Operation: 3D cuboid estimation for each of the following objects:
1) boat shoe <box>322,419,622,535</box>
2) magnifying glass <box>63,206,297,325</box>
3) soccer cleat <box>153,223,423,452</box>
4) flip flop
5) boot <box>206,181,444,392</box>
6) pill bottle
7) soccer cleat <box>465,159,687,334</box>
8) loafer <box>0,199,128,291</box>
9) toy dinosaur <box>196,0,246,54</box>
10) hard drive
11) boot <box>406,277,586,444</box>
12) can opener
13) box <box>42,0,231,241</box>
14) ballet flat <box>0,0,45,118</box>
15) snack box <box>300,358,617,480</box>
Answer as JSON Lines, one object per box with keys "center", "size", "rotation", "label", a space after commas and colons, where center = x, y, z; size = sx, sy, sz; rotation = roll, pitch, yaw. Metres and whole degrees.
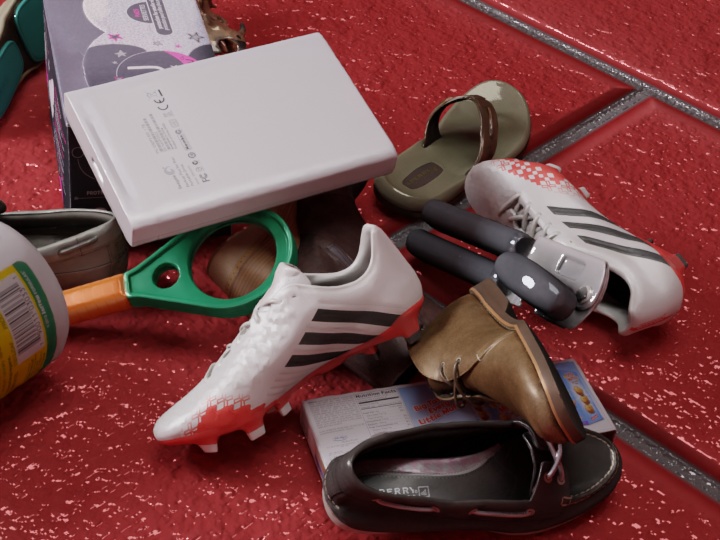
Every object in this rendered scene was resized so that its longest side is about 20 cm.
{"center": [0.075, 0.124, 0.867], "size": [0.198, 0.057, 0.067], "rotation": [-4, 63, -15], "label": "boat shoe"}
{"center": [-0.139, 0.009, 0.977], "size": [0.198, 0.022, 0.080], "rotation": [-15, 61, 3], "label": "magnifying glass"}
{"center": [-0.052, 0.043, 0.914], "size": [0.199, 0.086, 0.069], "rotation": [-29, 15, -11], "label": "soccer cleat"}
{"center": [0.081, -0.112, 1.184], "size": [0.081, 0.058, 0.200], "rotation": [28, 43, 25], "label": "flip flop"}
{"center": [0.000, 0.000, 1.044], "size": [0.166, 0.073, 0.200], "rotation": [32, 42, 11], "label": "boot"}
{"center": [-0.286, 0.058, 0.875], "size": [0.112, 0.113, 0.200], "rotation": [26, 42, 24], "label": "pill bottle"}
{"center": [0.149, -0.020, 1.060], "size": [0.199, 0.069, 0.085], "rotation": [36, 42, 26], "label": "soccer cleat"}
{"center": [-0.265, -0.020, 1.010], "size": [0.198, 0.070, 0.070], "rotation": [0, 38, -8], "label": "loafer"}
{"center": [-0.191, -0.269, 1.283], "size": [0.135, 0.086, 0.202], "rotation": [-17, 86, -31], "label": "toy dinosaur"}
{"center": [-0.091, -0.097, 0.999], "size": [0.199, 0.026, 0.132], "rotation": [-17, 57, -23], "label": "hard drive"}
{"center": [0.082, 0.068, 0.882], "size": [0.075, 0.074, 0.200], "rotation": [-27, 18, -3], "label": "boot"}
{"center": [0.098, -0.011, 1.011], "size": [0.066, 0.053, 0.200], "rotation": [33, -4, -35], "label": "can opener"}
{"center": [-0.176, -0.126, 1.120], "size": [0.131, 0.115, 0.201], "rotation": [-5, 40, -14], "label": "box"}
{"center": [-0.314, -0.194, 1.234], "size": [0.069, 0.070, 0.201], "rotation": [12, 39, 7], "label": "ballet flat"}
{"center": [0.064, 0.102, 0.937], "size": [0.198, 0.024, 0.072], "rotation": [-7, 41, -17], "label": "snack box"}
